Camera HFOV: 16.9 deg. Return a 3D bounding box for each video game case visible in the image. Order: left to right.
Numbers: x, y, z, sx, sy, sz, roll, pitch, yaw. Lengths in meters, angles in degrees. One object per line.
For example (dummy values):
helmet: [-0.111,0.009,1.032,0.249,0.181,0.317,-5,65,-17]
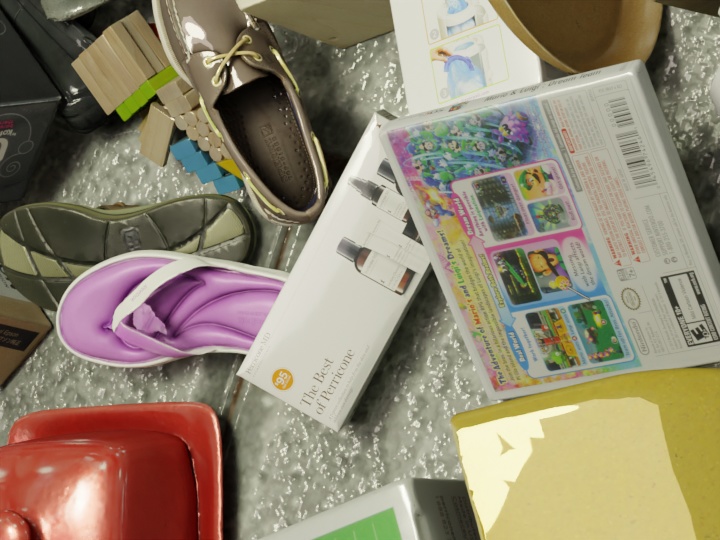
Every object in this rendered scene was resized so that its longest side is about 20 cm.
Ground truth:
video game case: [0.126,-0.020,1.510,0.181,0.024,0.201,-12,113,31]

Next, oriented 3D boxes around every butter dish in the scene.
butter dish: [-0.206,0.190,1.680,0.198,0.148,0.202,-6,80,32]

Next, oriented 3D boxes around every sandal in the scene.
sandal: [-0.167,-0.015,1.743,0.200,0.057,0.080,-3,99,14]
sandal: [-0.123,0.027,1.681,0.201,0.050,0.083,-4,94,17]

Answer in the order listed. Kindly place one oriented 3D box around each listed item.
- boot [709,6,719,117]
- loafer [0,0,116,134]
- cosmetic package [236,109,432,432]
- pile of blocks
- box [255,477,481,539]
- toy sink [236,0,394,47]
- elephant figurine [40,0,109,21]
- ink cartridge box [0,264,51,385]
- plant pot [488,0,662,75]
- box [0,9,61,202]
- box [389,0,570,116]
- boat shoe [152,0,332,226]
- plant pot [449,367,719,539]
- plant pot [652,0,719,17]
boot: [0.261,-0.117,1.417,0.073,0.200,0.096,-34,70,-9]
loafer: [-0.229,-0.186,1.804,0.070,0.068,0.201,-36,59,-1]
cosmetic package: [0.000,0.000,1.618,0.082,0.051,0.201,29,99,6]
pile of blocks: [-0.109,-0.111,1.714,0.200,0.062,0.082,37,135,15]
box: [0.037,0.246,1.486,0.171,0.200,0.200,-25,71,29]
toy sink: [-0.024,-0.270,1.644,0.111,0.130,0.201,-17,75,30]
elephant figurine: [-0.194,-0.247,1.742,0.199,0.155,0.143,-8,80,23]
ink cartridge box: [-0.343,-0.016,1.786,0.075,0.164,0.200,-47,63,16]
plant pot: [0.119,-0.209,1.506,0.027,0.199,0.201,-21,72,38]
box: [-0.325,-0.148,1.769,0.200,0.122,0.106,53,134,29]
box: [0.086,-0.191,1.571,0.101,0.112,0.201,-18,75,31]
boat shoe: [-0.077,-0.122,1.616,0.072,0.060,0.201,-26,96,-9]
plant pot: [0.197,0.154,1.410,0.199,0.195,0.195,-22,71,21]
plant pot: [0.225,-0.262,1.456,0.199,0.199,0.178,-23,79,27]
